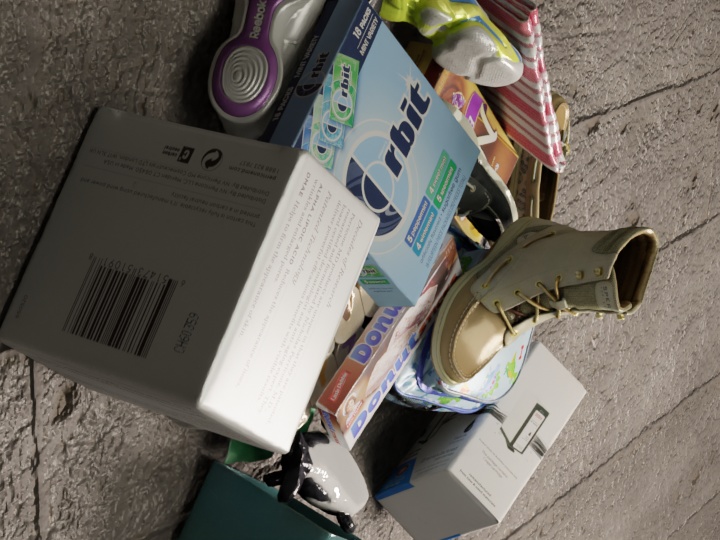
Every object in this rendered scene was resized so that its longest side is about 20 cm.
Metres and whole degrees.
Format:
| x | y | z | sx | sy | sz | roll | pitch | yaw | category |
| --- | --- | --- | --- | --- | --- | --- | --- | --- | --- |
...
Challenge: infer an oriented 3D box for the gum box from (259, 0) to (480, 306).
| x | y | z | sx | sy | sz | roll | pitch | yaw | category |
| --- | --- | --- | --- | --- | --- | --- | --- | --- | --- |
| 0.010 | -0.096 | 1.350 | 0.200 | 0.044 | 0.170 | 48 | 54 | -38 | gum box |

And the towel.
| x | y | z | sx | sy | sz | roll | pitch | yaw | category |
| --- | --- | --- | --- | --- | --- | --- | --- | --- | --- |
| 0.147 | -0.203 | 1.602 | 0.030 | 0.146 | 0.200 | -29 | 133 | -12 | towel |

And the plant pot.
| x | y | z | sx | sy | sz | roll | pitch | yaw | category |
| --- | --- | --- | --- | --- | --- | --- | --- | --- | --- |
| -0.096 | 0.300 | 1.440 | 0.200 | 0.141 | 0.141 | -60 | 146 | -5 | plant pot |

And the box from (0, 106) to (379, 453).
| x | y | z | sx | sy | sz | roll | pitch | yaw | category |
| --- | --- | --- | --- | --- | --- | --- | --- | --- | --- |
| -0.125 | 0.006 | 1.208 | 0.131 | 0.198 | 0.201 | 40 | 68 | -56 | box |

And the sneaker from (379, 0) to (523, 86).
| x | y | z | sx | sy | sz | roll | pitch | yaw | category |
| --- | --- | --- | --- | --- | --- | --- | --- | --- | --- |
| 0.084 | -0.256 | 1.503 | 0.200 | 0.076 | 0.105 | 32 | 62 | -32 | sneaker |

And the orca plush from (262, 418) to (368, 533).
| x | y | z | sx | sy | sz | roll | pitch | yaw | category |
| --- | --- | --- | --- | --- | --- | --- | --- | --- | --- |
| -0.052 | 0.190 | 1.440 | 0.200 | 0.071 | 0.106 | 4 | 69 | -79 | orca plush |

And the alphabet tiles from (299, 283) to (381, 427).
| x | y | z | sx | sy | sz | roll | pitch | yaw | category |
| --- | --- | --- | --- | --- | --- | --- | --- | --- | --- |
| -0.045 | 0.041 | 1.369 | 0.200 | 0.015 | 0.196 | -41 | 135 | -31 | alphabet tiles |

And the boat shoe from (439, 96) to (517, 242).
| x | y | z | sx | sy | sz | roll | pitch | yaw | category |
| --- | --- | --- | --- | --- | --- | --- | --- | --- | --- |
| 0.088 | -0.083 | 1.532 | 0.068 | 0.072 | 0.200 | -54 | 140 | -14 | boat shoe |

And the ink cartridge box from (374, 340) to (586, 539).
| x | y | z | sx | sy | sz | roll | pitch | yaw | category |
| --- | --- | --- | --- | --- | --- | --- | --- | --- | --- |
| 0.127 | 0.183 | 1.715 | 0.084 | 0.146 | 0.200 | 46 | 54 | -9 | ink cartridge box |

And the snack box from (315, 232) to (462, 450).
| x | y | z | sx | sy | sz | roll | pitch | yaw | category |
| --- | --- | --- | --- | --- | --- | --- | --- | --- | --- |
| 0.028 | 0.059 | 1.443 | 0.200 | 0.024 | 0.072 | -56 | 154 | -21 | snack box |

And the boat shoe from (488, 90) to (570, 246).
| x | y | z | sx | sy | sz | roll | pitch | yaw | category |
| --- | --- | --- | --- | --- | --- | --- | --- | --- | --- |
| 0.201 | -0.099 | 1.801 | 0.073 | 0.063 | 0.201 | 19 | 86 | -57 | boat shoe |

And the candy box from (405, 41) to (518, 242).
| x | y | z | sx | sy | sz | roll | pitch | yaw | category |
| --- | --- | --- | --- | --- | --- | --- | --- | --- | --- |
| 0.084 | -0.122 | 1.619 | 0.117 | 0.056 | 0.200 | -65 | 148 | -17 | candy box |

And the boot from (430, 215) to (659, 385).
| x | y | z | sx | sy | sz | roll | pitch | yaw | category |
| --- | --- | --- | --- | --- | --- | --- | --- | --- | --- |
| 0.165 | 0.028 | 1.459 | 0.200 | 0.154 | 0.072 | -50 | 126 | -30 | boot |

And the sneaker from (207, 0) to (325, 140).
| x | y | z | sx | sy | sz | roll | pitch | yaw | category |
| --- | --- | --- | --- | --- | --- | --- | --- | --- | --- |
| -0.075 | -0.198 | 1.345 | 0.100 | 0.075 | 0.201 | 88 | 23 | -71 | sneaker |

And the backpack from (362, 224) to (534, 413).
| x | y | z | sx | sy | sz | roll | pitch | yaw | category |
| --- | --- | --- | --- | --- | --- | --- | --- | --- | --- |
| 0.087 | 0.053 | 1.607 | 0.200 | 0.147 | 0.184 | 23 | 83 | -57 | backpack |

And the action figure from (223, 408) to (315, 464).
| x | y | z | sx | sy | sz | roll | pitch | yaw | category |
| --- | --- | --- | --- | --- | --- | --- | --- | --- | --- |
| -0.056 | 0.074 | 1.441 | 0.118 | 0.055 | 0.201 | -10 | 129 | -58 | action figure |

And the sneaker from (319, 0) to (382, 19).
| x | y | z | sx | sy | sz | roll | pitch | yaw | category |
| --- | --- | --- | --- | --- | --- | --- | --- | --- | --- |
| -0.019 | -0.210 | 1.426 | 0.088 | 0.075 | 0.201 | 13 | 95 | -73 | sneaker |
